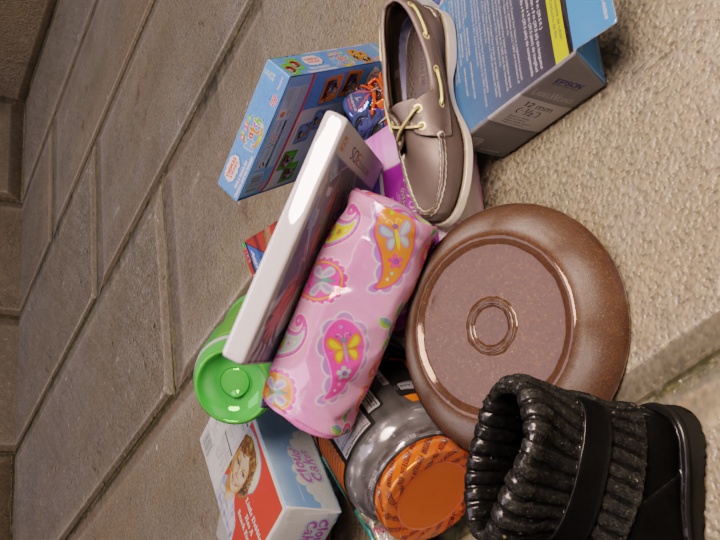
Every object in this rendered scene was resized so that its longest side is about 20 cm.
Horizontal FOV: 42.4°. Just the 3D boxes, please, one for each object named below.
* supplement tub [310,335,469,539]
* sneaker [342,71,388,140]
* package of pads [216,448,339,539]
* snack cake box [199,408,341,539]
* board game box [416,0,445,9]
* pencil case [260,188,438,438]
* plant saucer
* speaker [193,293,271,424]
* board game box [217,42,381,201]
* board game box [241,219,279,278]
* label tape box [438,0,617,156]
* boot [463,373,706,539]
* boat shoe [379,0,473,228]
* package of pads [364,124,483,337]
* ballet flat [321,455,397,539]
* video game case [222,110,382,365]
[{"bbox_3d":[0.019,0.140,0.845,0.200,0.121,0.125,48,124,50],"label":"supplement tub"},{"bbox_3d":[0.023,-0.169,0.966,0.201,0.077,0.076,-54,40,40],"label":"sneaker"},{"bbox_3d":[-0.098,0.273,1.080,0.199,0.067,0.158,12,92,61],"label":"package of pads"},{"bbox_3d":[-0.099,0.210,0.969,0.116,0.066,0.201,-59,36,26],"label":"snack cake box"},{"bbox_3d":[0.094,-0.368,0.914,0.198,0.055,0.201,-66,33,25],"label":"board game box"},{"bbox_3d":[-0.010,0.037,0.764,0.087,0.086,0.203,28,96,59],"label":"pencil case"},{"bbox_3d":[0.109,0.045,0.723,0.197,0.036,0.205,-7,79,35],"label":"plant saucer"},{"bbox_3d":[-0.109,0.081,0.929,0.200,0.087,0.090,-76,3,-76],"label":"speaker"},{"bbox_3d":[-0.056,-0.164,1.002,0.036,0.199,0.153,39,123,17],"label":"board game box"},{"bbox_3d":[-0.064,0.044,1.029,0.102,0.019,0.204,-26,81,38],"label":"board game box"},{"bbox_3d":[0.149,-0.204,0.767,0.199,0.065,0.146,-32,56,52],"label":"label tape box"},{"bbox_3d":[0.141,0.178,0.585,0.079,0.155,0.216,-20,65,57],"label":"boot"},{"bbox_3d":[0.051,-0.137,0.795,0.071,0.059,0.205,-17,70,44],"label":"boat shoe"},{"bbox_3d":[0.057,-0.048,0.869,0.120,0.075,0.204,-28,59,46],"label":"package of pads"},{"bbox_3d":[0.022,0.217,0.886,0.064,0.076,0.200,-41,43,1],"label":"ballet flat"},{"bbox_3d":[-0.041,-0.018,0.782,0.203,0.023,0.182,-66,-11,0],"label":"video game case"}]
